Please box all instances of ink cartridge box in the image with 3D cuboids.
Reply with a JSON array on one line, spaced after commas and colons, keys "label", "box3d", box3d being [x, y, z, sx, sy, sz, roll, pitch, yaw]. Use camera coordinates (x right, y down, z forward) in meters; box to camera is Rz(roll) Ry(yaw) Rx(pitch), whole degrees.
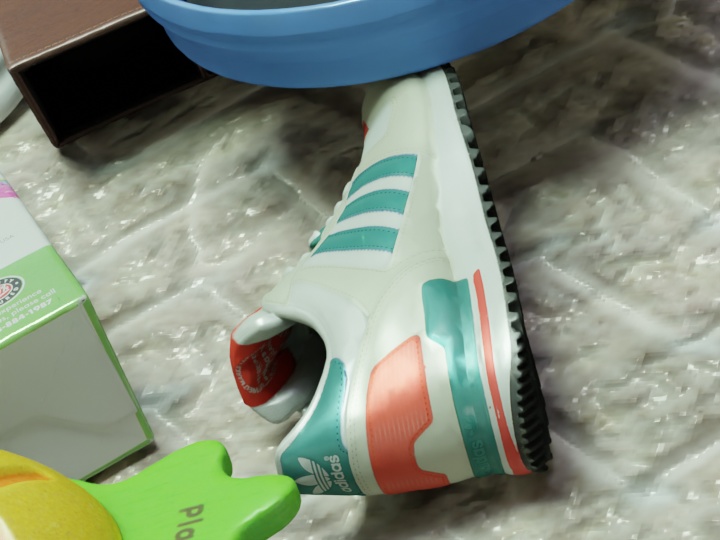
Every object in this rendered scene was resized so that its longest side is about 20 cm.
[{"label": "ink cartridge box", "box3d": [-0.163, 0.016, 1.001, 0.117, 0.067, 0.200, -29, 35, -8]}]

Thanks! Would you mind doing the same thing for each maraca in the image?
[{"label": "maraca", "box3d": [-0.112, 0.100, 0.818, 0.200, 0.107, 0.137, -15, 33, 11]}]

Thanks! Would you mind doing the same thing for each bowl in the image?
[{"label": "bowl", "box3d": [0.012, -0.133, 1.010, 0.200, 0.039, 0.201, -14, 36, 10]}]

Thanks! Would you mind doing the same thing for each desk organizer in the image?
[{"label": "desk organizer", "box3d": [-0.039, -0.108, 1.101, 0.200, 0.072, 0.077, -24, 36, -1]}]

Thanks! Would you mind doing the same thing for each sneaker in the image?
[{"label": "sneaker", "box3d": [0.000, 0.001, 0.923, 0.093, 0.070, 0.200, -15, 36, 2]}]

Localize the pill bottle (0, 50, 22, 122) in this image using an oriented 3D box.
[{"label": "pill bottle", "box3d": [-0.233, -0.117, 1.184, 0.200, 0.120, 0.120, 13, 47, 42]}]
